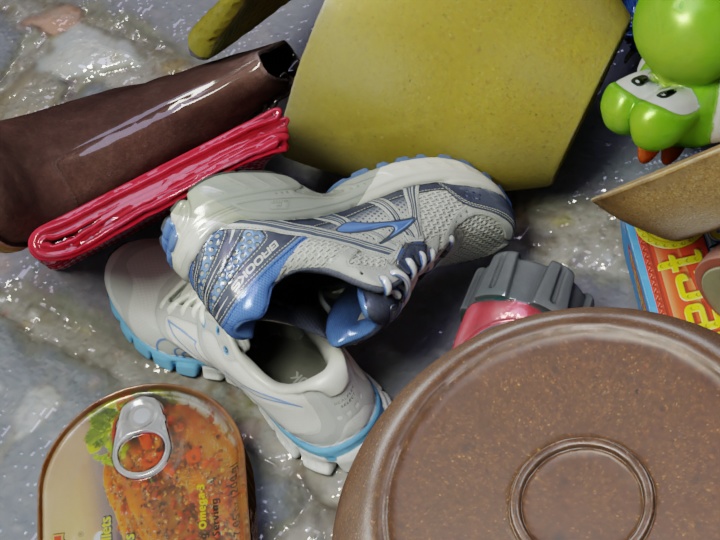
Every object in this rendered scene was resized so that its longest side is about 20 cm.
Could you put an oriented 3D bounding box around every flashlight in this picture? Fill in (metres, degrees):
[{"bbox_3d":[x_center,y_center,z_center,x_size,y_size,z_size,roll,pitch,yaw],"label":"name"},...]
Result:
[{"bbox_3d":[0.060,0.088,0.921,0.068,0.068,0.201,15,59,11],"label":"flashlight"}]

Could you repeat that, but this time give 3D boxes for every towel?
[{"bbox_3d":[-0.107,-0.037,0.993,0.144,0.200,0.023,-27,91,-7],"label":"towel"},{"bbox_3d":[-0.016,-0.199,1.004,0.023,0.200,0.144,45,48,3],"label":"towel"}]

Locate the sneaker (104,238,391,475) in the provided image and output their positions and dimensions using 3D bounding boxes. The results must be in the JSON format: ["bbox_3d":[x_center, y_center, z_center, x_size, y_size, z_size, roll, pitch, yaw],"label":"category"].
[{"bbox_3d":[-0.066,0.024,0.986,0.199,0.087,0.075,29,68,31],"label":"sneaker"}]

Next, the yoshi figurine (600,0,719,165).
[{"bbox_3d":[0.206,-0.130,0.980,0.199,0.113,0.112,-30,12,-38],"label":"yoshi figurine"}]

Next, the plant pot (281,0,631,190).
[{"bbox_3d":[0.062,-0.121,1.013,0.141,0.200,0.201,27,63,5],"label":"plant pot"}]

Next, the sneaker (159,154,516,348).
[{"bbox_3d":[0.000,0.000,0.935,0.199,0.077,0.085,-8,54,-31],"label":"sneaker"}]

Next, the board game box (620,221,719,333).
[{"bbox_3d":[0.244,0.030,0.925,0.194,0.056,0.201,-13,53,4],"label":"board game box"}]

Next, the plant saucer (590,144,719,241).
[{"bbox_3d":[0.206,-0.056,0.870,0.199,0.200,0.036,-22,90,-3],"label":"plant saucer"}]

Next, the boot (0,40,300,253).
[{"bbox_3d":[-0.126,-0.080,1.009,0.166,0.200,0.073,-27,91,17],"label":"boot"}]

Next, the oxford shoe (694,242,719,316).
[{"bbox_3d":[0.242,-0.013,0.837,0.199,0.071,0.074,3,44,50],"label":"oxford shoe"}]

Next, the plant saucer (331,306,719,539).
[{"bbox_3d":[0.083,0.092,0.685,0.199,0.035,0.201,-6,57,9],"label":"plant saucer"}]

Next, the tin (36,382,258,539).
[{"bbox_3d":[-0.106,0.150,0.935,0.111,0.042,0.201,-8,53,2],"label":"tin"}]

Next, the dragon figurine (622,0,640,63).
[{"bbox_3d":[0.131,-0.179,1.101,0.199,0.059,0.100,29,65,28],"label":"dragon figurine"}]
